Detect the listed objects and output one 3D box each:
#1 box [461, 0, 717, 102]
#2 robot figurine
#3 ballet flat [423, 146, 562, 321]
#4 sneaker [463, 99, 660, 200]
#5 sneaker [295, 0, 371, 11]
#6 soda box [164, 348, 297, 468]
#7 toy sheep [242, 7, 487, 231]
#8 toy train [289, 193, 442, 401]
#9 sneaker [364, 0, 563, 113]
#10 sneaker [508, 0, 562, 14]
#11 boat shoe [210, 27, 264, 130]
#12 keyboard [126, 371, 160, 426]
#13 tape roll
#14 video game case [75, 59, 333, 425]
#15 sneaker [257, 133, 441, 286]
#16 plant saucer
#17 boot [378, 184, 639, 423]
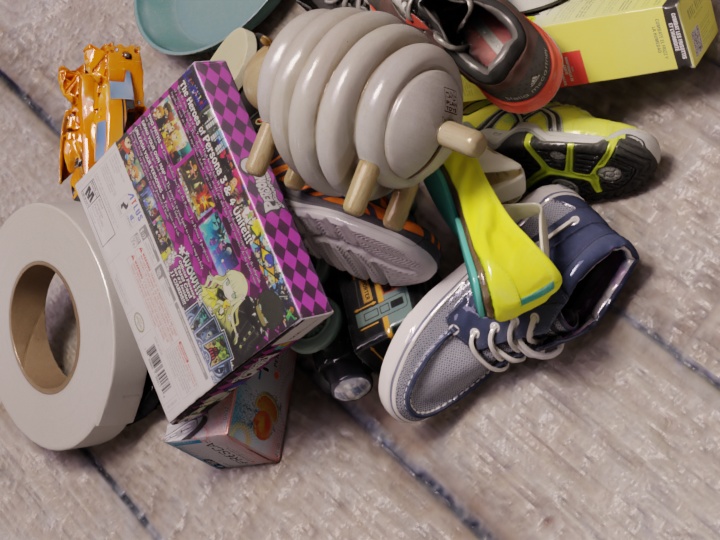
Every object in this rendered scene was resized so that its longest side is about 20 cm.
[{"bbox_3d":[0.142,-0.161,1.413,0.199,0.050,0.075,-6,24,27],"label":"box"},{"bbox_3d":[-0.217,-0.080,1.687,0.145,0.058,0.202,159,113,-62],"label":"robot figurine"},{"bbox_3d":[0.086,-0.041,1.358,0.067,0.067,0.201,-18,41,-2],"label":"ballet flat"},{"bbox_3d":[0.123,-0.099,1.426,0.199,0.075,0.077,7,61,37],"label":"sneaker"},{"bbox_3d":[0.012,-0.208,1.555,0.199,0.115,0.076,9,73,44],"label":"sneaker"},{"bbox_3d":[-0.090,0.045,1.541,0.068,0.063,0.201,-11,59,37],"label":"soda box"},{"bbox_3d":[0.002,-0.105,1.333,0.199,0.138,0.139,23,82,31],"label":"toy sheep"},{"bbox_3d":[0.000,0.000,1.480,0.113,0.085,0.201,-24,50,15],"label":"toy train"},{"bbox_3d":[0.055,-0.186,1.371,0.200,0.082,0.077,39,97,31],"label":"sneaker"},{"bbox_3d":[0.098,-0.269,1.468,0.083,0.122,0.200,-18,24,0],"label":"sneaker"},{"bbox_3d":[-0.123,-0.118,1.663,0.201,0.063,0.074,-42,41,37],"label":"boat shoe"},{"bbox_3d":[-0.150,0.025,1.638,0.104,0.039,0.201,-34,45,55],"label":"keyboard"},{"bbox_3d":[-0.240,0.045,1.631,0.202,0.037,0.205,7,99,49],"label":"tape roll"},{"bbox_3d":[-0.116,-0.018,1.437,0.181,0.036,0.201,-39,69,44],"label":"video game case"},{"bbox_3d":[-0.009,-0.066,1.433,0.199,0.078,0.112,21,66,32],"label":"sneaker"},{"bbox_3d":[-0.114,-0.270,1.762,0.199,0.036,0.201,-21,55,32],"label":"plant saucer"},{"bbox_3d":[0.097,0.036,1.369,0.200,0.073,0.090,-52,38,5],"label":"boot"}]
